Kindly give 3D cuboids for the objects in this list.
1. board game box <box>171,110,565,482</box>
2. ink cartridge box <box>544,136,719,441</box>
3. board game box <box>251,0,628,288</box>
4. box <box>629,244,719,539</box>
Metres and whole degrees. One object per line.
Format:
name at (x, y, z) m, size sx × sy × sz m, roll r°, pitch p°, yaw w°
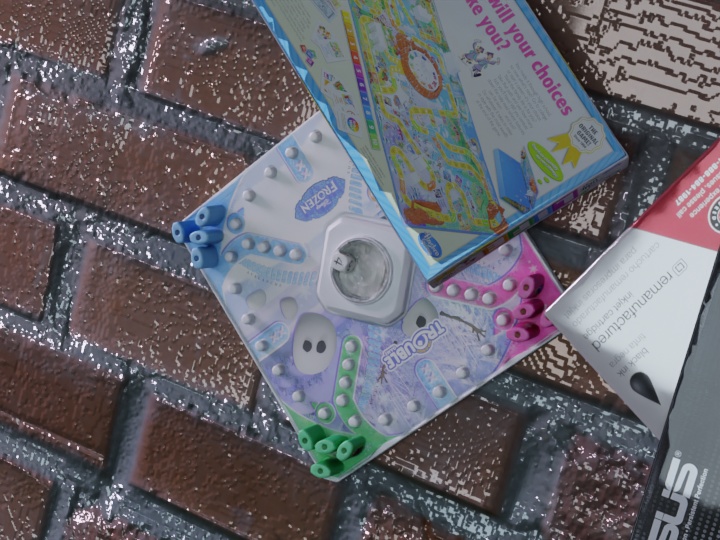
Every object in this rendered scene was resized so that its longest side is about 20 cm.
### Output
board game box at (0.000, 0.000, 0.903) m, size 0.200 × 0.026 × 0.200 m, roll -36°, pitch 78°, yaw 22°
ink cartridge box at (0.222, 0.044, 0.770) m, size 0.200 × 0.083 × 0.147 m, roll 48°, pitch 111°, yaw 15°
board game box at (0.045, -0.109, 0.849) m, size 0.134 × 0.034 × 0.200 m, roll -32°, pitch 79°, yaw 5°
box at (0.241, 0.093, 0.693) m, size 0.193 × 0.048 × 0.200 m, roll 19°, pitch 101°, yaw 19°
